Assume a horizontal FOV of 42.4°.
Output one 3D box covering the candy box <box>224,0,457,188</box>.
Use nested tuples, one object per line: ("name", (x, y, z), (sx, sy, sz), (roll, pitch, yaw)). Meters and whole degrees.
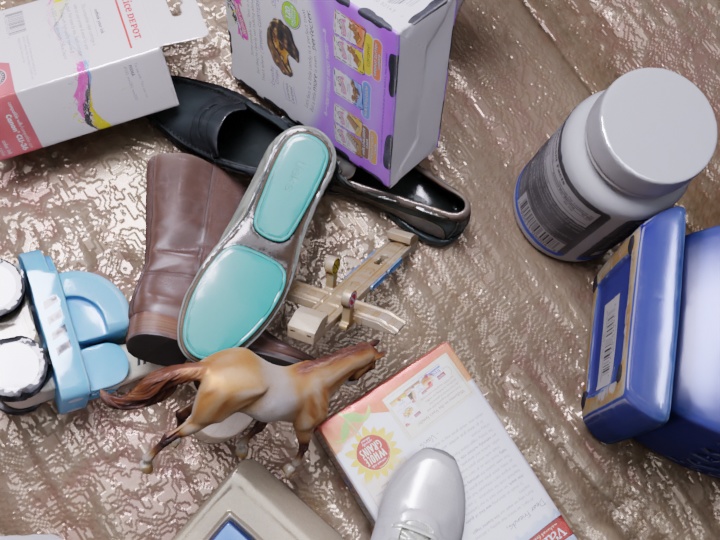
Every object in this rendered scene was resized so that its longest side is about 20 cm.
("candy box", (-0.024, -0.193, 0.772), (0.200, 0.168, 0.071), (38, 62, 23))

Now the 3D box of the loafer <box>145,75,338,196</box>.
("loafer", (-0.111, -0.123, 0.805), (0.200, 0.070, 0.068), (27, 88, 16))

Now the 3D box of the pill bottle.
("pill bottle", (0.212, -0.086, 0.794), (0.113, 0.200, 0.114), (2, 75, -8))

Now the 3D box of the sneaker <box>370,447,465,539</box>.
("sneaker", (0.033, 0.231, 0.696), (0.070, 0.080, 0.201), (21, 77, 3))

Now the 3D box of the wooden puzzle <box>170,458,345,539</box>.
("wooden puzzle", (-0.087, 0.282, 0.736), (0.185, 0.046, 0.200), (41, 74, 3))

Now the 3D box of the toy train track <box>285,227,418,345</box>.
("toy train track", (0.000, 0.000, 0.765), (0.114, 0.033, 0.200), (17, 29, 20))

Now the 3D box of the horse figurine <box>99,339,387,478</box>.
("horse figurine", (-0.084, 0.098, 0.687), (0.199, 0.133, 0.050), (14, 34, -38))

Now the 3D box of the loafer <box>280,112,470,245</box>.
("loafer", (0.013, -0.094, 0.838), (0.199, 0.063, 0.072), (28, 74, -1))

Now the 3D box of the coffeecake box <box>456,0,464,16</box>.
("coffeecake box", (0.027, -0.280, 0.816), (0.153, 0.200, 0.073), (25, 73, -2))

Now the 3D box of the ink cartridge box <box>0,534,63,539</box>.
("ink cartridge box", (-0.233, 0.290, 0.652), (0.125, 0.129, 0.201), (-2, 76, 14))

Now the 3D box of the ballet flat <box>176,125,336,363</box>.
("ballet flat", (-0.077, -0.017, 0.717), (0.067, 0.064, 0.201), (28, 82, -9))

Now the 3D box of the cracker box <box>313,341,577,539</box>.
("cracker box", (0.069, 0.181, 0.779), (0.134, 0.058, 0.200), (-31, 81, -12))

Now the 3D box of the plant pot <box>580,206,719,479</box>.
("plant pot", (0.292, 0.064, 0.775), (0.179, 0.200, 0.201), (10, 75, 1))

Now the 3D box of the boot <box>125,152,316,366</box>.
("boot", (-0.102, -0.001, 0.788), (0.186, 0.064, 0.201), (23, 45, -28))

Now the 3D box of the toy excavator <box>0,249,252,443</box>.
("toy excavator", (-0.202, 0.066, 0.756), (0.199, 0.100, 0.195), (-16, 79, -22))

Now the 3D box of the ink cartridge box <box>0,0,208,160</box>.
("ink cartridge box", (-0.230, -0.182, 0.795), (0.199, 0.068, 0.117), (-19, 53, -8))
